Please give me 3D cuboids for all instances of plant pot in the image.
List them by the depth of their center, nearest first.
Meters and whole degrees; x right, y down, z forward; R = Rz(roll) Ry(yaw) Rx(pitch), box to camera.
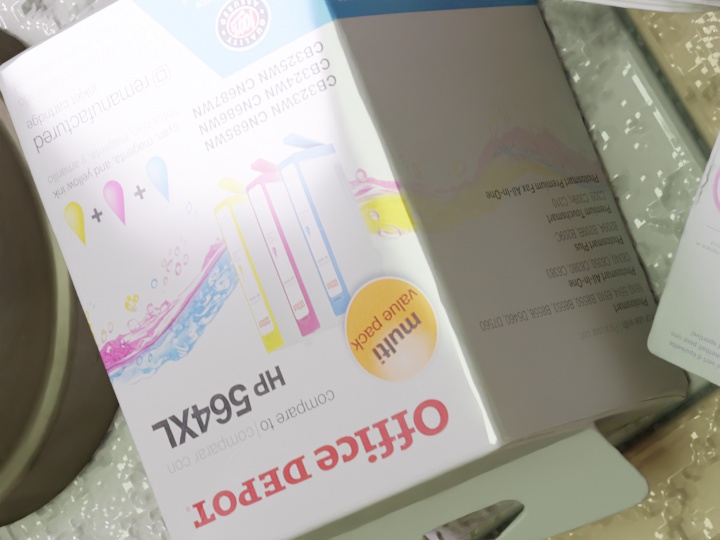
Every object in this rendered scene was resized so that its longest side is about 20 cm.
[{"bbox_3d":[-0.206,0.010,1.031,0.200,0.173,0.200,4,99,31],"label":"plant pot"}]

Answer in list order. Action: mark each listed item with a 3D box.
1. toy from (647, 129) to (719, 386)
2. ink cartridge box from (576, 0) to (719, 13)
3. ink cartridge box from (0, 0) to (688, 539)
[{"bbox_3d":[0.170,-0.046,0.860,0.115,0.047,0.200,27,112,30],"label":"toy"},{"bbox_3d":[0.082,-0.173,0.748,0.145,0.147,0.200,9,104,31],"label":"ink cartridge box"},{"bbox_3d":[0.000,0.000,0.926,0.128,0.125,0.200,-26,81,31],"label":"ink cartridge box"}]
